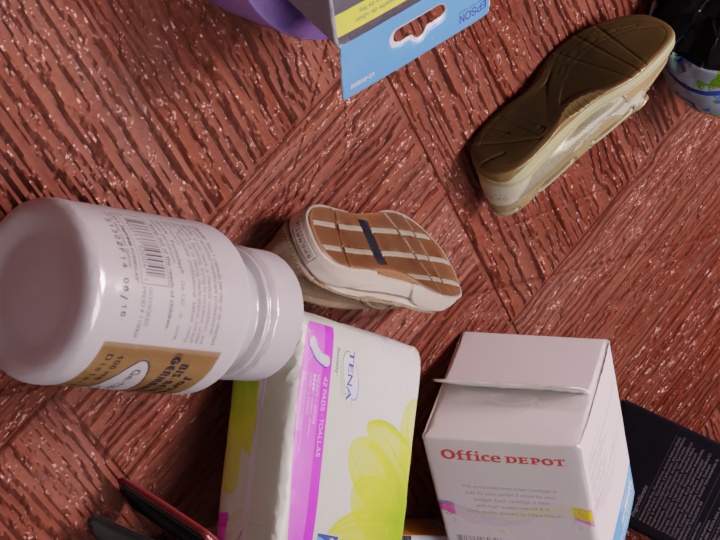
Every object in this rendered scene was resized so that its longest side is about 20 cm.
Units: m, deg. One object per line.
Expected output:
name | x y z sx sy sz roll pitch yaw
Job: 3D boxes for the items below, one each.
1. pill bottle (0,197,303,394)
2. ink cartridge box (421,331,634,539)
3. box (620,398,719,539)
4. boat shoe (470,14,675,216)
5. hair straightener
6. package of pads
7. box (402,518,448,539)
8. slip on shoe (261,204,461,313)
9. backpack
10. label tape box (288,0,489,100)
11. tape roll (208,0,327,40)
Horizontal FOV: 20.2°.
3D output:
pill bottle | -0.135 0.021 1.287 0.200 0.114 0.115 9 103 -49
ink cartridge box | 0.136 0.146 1.604 0.125 0.128 0.200 -66 151 -46
box | 0.318 0.212 1.811 0.148 0.200 0.105 29 87 -51
boat shoe | 0.169 -0.123 1.579 0.201 0.073 0.063 -44 143 -19
hair straightener | -0.106 0.218 1.353 0.077 0.200 0.041 -50 158 -25
package of pads | -0.028 0.137 1.453 0.154 0.068 0.201 19 74 -51
box | 0.010 0.260 1.628 0.200 0.041 0.119 10 102 -52
slip on shoe | 0.000 0.000 1.469 0.061 0.076 0.200 -34 159 26
backpack | 0.329 -0.215 1.644 0.200 0.163 0.154 -39 149 -18
label tape box | 0.009 -0.228 1.254 0.143 0.066 0.200 -33 134 -31
tape roll | -0.031 -0.253 1.297 0.200 0.066 0.201 -25 127 -38
